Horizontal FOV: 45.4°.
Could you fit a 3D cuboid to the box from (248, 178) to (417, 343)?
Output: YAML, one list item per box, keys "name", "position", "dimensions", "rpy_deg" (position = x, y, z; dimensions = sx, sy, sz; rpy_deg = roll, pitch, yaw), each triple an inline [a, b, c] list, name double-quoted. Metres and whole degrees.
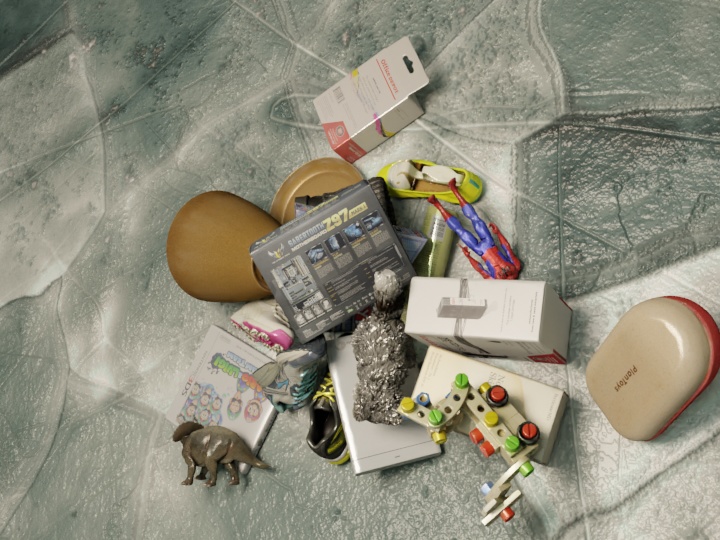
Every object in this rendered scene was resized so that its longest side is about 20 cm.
- name: "box"
  position: [-0.038, -0.013, 1.232]
  dimensions: [0.198, 0.159, 0.051]
  rpy_deg: [-30, 19, 1]

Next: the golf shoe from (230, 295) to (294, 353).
- name: "golf shoe"
  position: [-0.148, 0.075, 1.393]
  dimensions: [0.092, 0.075, 0.199]
  rpy_deg: [-51, 26, -12]

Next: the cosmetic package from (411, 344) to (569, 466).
- name: "cosmetic package"
  position: [0.177, 0.186, 1.191]
  dimensions: [0.197, 0.073, 0.105]
  rpy_deg: [16, 80, 24]

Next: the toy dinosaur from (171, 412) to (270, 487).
- name: "toy dinosaur"
  position: [-0.237, 0.289, 1.375]
  dimensions: [0.197, 0.077, 0.104]
  rpy_deg: [-2, 87, 34]

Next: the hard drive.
- name: "hard drive"
  position: [0.031, 0.188, 1.274]
  dimensions: [0.130, 0.027, 0.203]
  rpy_deg: [-12, 68, -8]

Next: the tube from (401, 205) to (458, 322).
- name: "tube"
  position: [0.102, 0.003, 1.331]
  dimensions: [0.051, 0.058, 0.203]
  rpy_deg: [16, 86, -12]

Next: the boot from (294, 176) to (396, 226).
- name: "boot"
  position: [-0.015, -0.034, 1.364]
  dimensions: [0.155, 0.079, 0.215]
  rpy_deg: [-9, 91, 7]

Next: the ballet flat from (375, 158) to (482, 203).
- name: "ballet flat"
  position: [0.099, -0.149, 1.369]
  dimensions: [0.197, 0.067, 0.068]
  rpy_deg: [12, 80, 32]

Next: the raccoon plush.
- name: "raccoon plush"
  position: [0.019, 0.118, 1.187]
  dimensions: [0.095, 0.202, 0.135]
  rpy_deg: [-5, 38, 14]

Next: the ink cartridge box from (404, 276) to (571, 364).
- name: "ink cartridge box"
  position: [0.179, 0.070, 1.203]
  dimensions: [0.197, 0.144, 0.085]
  rpy_deg: [3, 74, 30]

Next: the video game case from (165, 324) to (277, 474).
- name: "video game case"
  position: [-0.222, 0.213, 1.449]
  dimensions: [0.198, 0.024, 0.184]
  rpy_deg: [25, 87, 33]

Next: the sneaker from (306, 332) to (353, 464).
- name: "sneaker"
  position: [-0.033, 0.191, 1.315]
  dimensions: [0.073, 0.084, 0.204]
  rpy_deg: [-2, 72, 28]

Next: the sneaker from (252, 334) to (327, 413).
- name: "sneaker"
  position: [-0.091, 0.161, 1.312]
  dimensions: [0.087, 0.077, 0.200]
  rpy_deg: [62, 147, 9]

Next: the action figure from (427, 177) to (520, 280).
- name: "action figure"
  position: [0.178, -0.042, 1.275]
  dimensions: [0.065, 0.052, 0.201]
  rpy_deg: [-37, 83, -1]

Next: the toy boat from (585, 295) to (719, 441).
- name: "toy boat"
  position: [0.386, 0.118, 1.089]
  dimensions: [0.131, 0.129, 0.201]
  rpy_deg: [59, 147, 30]

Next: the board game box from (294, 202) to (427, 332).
- name: "board game box"
  position: [0.000, 0.000, 1.300]
  dimensions: [0.196, 0.062, 0.204]
  rpy_deg: [-2, 105, -6]

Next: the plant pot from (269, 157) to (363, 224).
- name: "plant pot"
  position: [-0.069, -0.094, 1.469]
  dimensions: [0.197, 0.027, 0.204]
  rpy_deg: [-10, 68, 26]

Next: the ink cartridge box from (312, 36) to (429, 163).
- name: "ink cartridge box"
  position: [0.029, -0.288, 1.457]
  dimensions: [0.198, 0.067, 0.118]
  rpy_deg: [-32, 61, 18]

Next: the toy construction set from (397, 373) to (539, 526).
- name: "toy construction set"
  position: [0.151, 0.219, 1.101]
  dimensions: [0.130, 0.092, 0.201]
  rpy_deg: [-31, 74, -15]

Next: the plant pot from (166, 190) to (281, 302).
- name: "plant pot"
  position: [-0.188, -0.027, 1.381]
  dimensions: [0.199, 0.185, 0.189]
  rpy_deg: [13, 79, 52]
